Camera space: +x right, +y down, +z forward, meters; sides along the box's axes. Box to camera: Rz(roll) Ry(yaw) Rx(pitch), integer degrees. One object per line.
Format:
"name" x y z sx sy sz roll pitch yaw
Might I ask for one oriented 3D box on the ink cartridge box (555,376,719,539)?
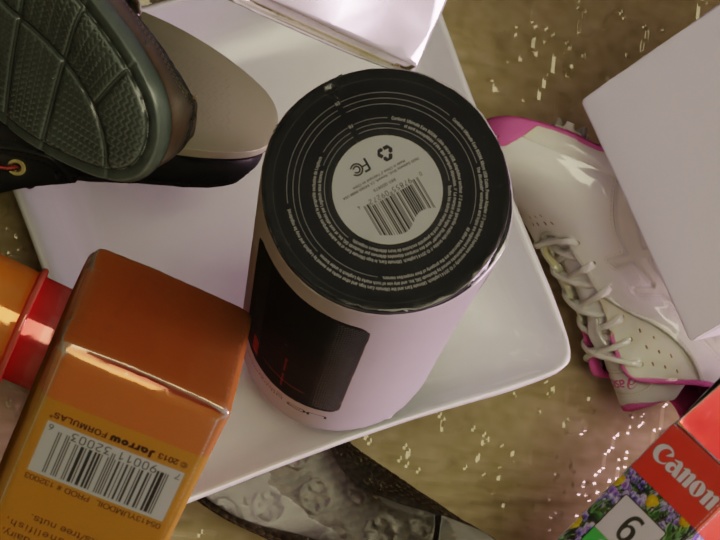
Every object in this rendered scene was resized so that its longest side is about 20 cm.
"ink cartridge box" 0.145 0.125 0.864 0.200 0.050 0.109 -45 136 0

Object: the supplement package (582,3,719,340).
"supplement package" 0.212 -0.055 0.868 0.199 0.117 0.118 -7 70 -49

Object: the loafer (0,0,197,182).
"loafer" -0.125 -0.107 0.727 0.199 0.072 0.063 38 36 21

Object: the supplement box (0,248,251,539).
"supplement box" -0.107 0.096 0.733 0.068 0.067 0.201 24 120 -9

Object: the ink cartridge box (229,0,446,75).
"ink cartridge box" -0.036 -0.169 0.671 0.087 0.200 0.146 18 99 -39

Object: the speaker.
"speaker" 0.000 0.000 0.707 0.080 0.200 0.082 1 76 -5

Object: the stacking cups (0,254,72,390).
"stacking cups" -0.181 -0.003 0.753 0.199 0.060 0.061 26 77 -10

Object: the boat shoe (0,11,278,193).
"boat shoe" -0.132 -0.066 0.774 0.199 0.063 0.074 11 42 -8

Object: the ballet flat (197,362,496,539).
"ballet flat" -0.020 0.092 0.854 0.199 0.046 0.068 34 74 -14

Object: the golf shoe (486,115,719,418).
"golf shoe" 0.123 0.008 0.903 0.199 0.075 0.092 35 78 -18

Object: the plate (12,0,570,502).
"plate" -0.037 -0.021 0.827 0.198 0.032 0.202 -18 80 -15
